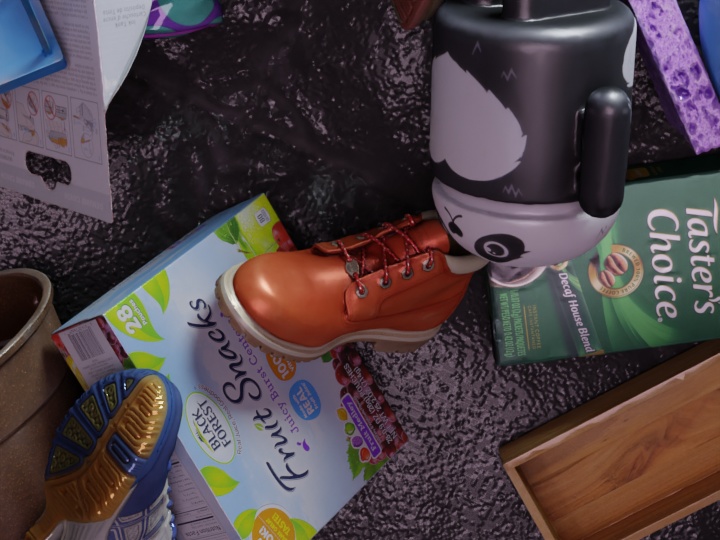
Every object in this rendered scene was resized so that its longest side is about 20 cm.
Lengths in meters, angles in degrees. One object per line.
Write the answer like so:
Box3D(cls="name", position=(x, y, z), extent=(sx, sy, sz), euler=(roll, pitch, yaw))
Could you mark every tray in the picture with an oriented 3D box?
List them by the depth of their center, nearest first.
Box3D(cls="tray", position=(0.209, 0.125, 1.184), extent=(0.200, 0.037, 0.099), euler=(-28, 105, 8))

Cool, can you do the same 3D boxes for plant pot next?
Box3D(cls="plant pot", position=(-0.248, 0.135, 1.112), extent=(0.200, 0.200, 0.199), euler=(-24, 112, 7))

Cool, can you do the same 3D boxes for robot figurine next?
Box3D(cls="robot figurine", position=(0.102, -0.100, 1.019), extent=(0.125, 0.150, 0.200), euler=(4, 114, 8))

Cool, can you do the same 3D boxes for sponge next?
Box3D(cls="sponge", position=(0.177, -0.174, 1.057), extent=(0.030, 0.112, 0.200), euler=(-24, 105, 8))

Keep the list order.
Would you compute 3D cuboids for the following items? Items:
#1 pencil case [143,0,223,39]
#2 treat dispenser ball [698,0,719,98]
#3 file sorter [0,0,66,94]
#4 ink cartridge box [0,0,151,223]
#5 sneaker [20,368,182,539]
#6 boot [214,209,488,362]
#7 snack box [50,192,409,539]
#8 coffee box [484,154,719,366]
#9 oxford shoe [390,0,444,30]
Box3D(cls="pencil case", position=(-0.135, -0.245, 1.049), extent=(0.092, 0.085, 0.200), euler=(-3, 107, -3))
Box3D(cls="treat dispenser ball", position=(0.307, -0.155, 1.016), extent=(0.200, 0.201, 0.201), euler=(0, 106, 0))
Box3D(cls="file sorter", position=(-0.276, -0.198, 0.956), extent=(0.139, 0.123, 0.200), euler=(-23, 75, -7))
Box3D(cls="ink cartridge box", position=(-0.184, -0.144, 1.043), extent=(0.057, 0.162, 0.200), euler=(-20, 112, -33))
Box3D(cls="sneaker", position=(-0.147, 0.144, 1.028), extent=(0.088, 0.075, 0.200), euler=(8, 119, -41))
Box3D(cls="boot", position=(0.000, 0.000, 1.067), extent=(0.107, 0.200, 0.075), euler=(-44, 63, 35))
Box3D(cls="snack box", position=(-0.080, 0.078, 1.094), extent=(0.068, 0.169, 0.200), euler=(-21, 103, 45))
Box3D(cls="coffee box", position=(0.183, -0.008, 1.140), extent=(0.200, 0.044, 0.123), euler=(-6, 106, 2))
Box3D(cls="oxford shoe", position=(0.066, -0.216, 1.029), extent=(0.074, 0.200, 0.071), euler=(-12, 68, -21))
